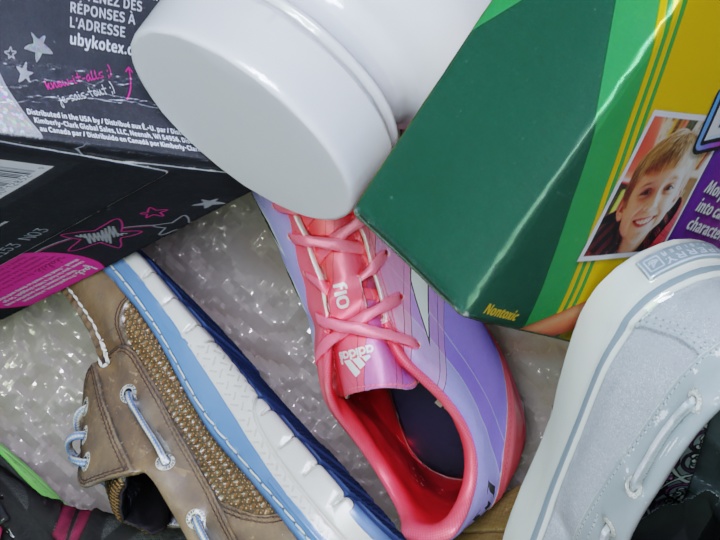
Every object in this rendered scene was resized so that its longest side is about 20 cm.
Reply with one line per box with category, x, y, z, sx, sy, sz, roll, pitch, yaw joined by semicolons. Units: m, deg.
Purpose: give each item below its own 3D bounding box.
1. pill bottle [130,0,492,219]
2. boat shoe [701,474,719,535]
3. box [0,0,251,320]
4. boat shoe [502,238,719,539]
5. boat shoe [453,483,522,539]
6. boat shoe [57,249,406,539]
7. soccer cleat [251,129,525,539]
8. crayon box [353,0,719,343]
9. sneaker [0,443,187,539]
pill bottle;0.020;-0.119;0.721;0.112;0.112;0.201;32;71;12
boat shoe;0.159;0.109;0.783;0.057;0.067;0.202;4;109;42
box;-0.144;-0.061;0.793;0.199;0.131;0.116;-25;68;44
boat shoe;0.092;0.085;0.730;0.202;0.070;0.072;97;152;-42
boat shoe;0.014;0.160;0.841;0.200;0.071;0.069;-37;104;20
boat shoe;-0.068;0.056;0.822;0.072;0.072;0.200;-44;51;0
soccer cleat;0.000;0.000;0.804;0.066;0.077;0.201;-18;107;25
crayon box;0.111;-0.058;0.726;0.058;0.199;0.173;42;105;29
sneaker;-0.117;0.116;0.861;0.199;0.084;0.077;17;101;23
